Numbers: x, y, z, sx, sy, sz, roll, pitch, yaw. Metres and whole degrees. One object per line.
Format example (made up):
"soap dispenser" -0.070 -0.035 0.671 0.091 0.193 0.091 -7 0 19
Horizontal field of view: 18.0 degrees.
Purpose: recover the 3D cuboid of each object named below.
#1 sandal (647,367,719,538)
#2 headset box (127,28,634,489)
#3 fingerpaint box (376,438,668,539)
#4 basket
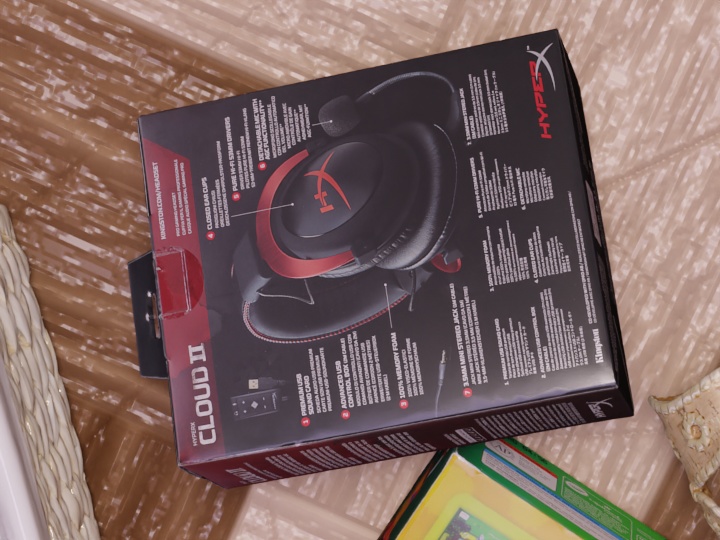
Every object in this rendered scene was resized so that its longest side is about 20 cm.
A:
"sandal" 0.156 0.048 0.951 0.069 0.078 0.214 8 94 20
"headset box" 0.000 0.000 0.926 0.198 0.075 0.150 -12 75 10
"fingerpaint box" 0.081 0.187 0.992 0.199 0.073 0.167 32 105 -1
"basket" -0.195 0.078 0.974 0.134 0.123 0.202 -12 103 10
